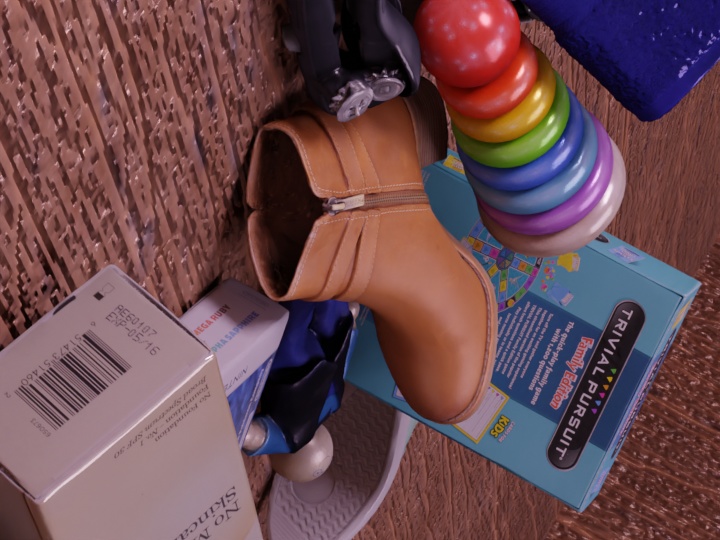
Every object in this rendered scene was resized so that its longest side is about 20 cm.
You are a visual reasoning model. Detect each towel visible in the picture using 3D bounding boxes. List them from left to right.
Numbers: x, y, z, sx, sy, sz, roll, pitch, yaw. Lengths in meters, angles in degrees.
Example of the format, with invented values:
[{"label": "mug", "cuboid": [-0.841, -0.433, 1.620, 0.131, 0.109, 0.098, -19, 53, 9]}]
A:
[{"label": "towel", "cuboid": [0.127, -0.186, 1.276, 0.148, 0.200, 0.050, -44, -157, 13]}]

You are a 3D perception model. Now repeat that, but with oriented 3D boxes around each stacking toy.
[{"label": "stacking toy", "cuboid": [0.075, -0.088, 1.352, 0.086, 0.085, 0.200, -58, 148, -15]}]

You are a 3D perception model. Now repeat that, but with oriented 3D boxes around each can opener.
[{"label": "can opener", "cuboid": [-0.011, -0.131, 1.220, 0.063, 0.079, 0.200, -22, 159, -1]}]

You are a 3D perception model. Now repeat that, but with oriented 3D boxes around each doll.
[{"label": "doll", "cuboid": [-0.034, 0.054, 1.505, 0.137, 0.048, 0.201, -51, 160, -36]}]

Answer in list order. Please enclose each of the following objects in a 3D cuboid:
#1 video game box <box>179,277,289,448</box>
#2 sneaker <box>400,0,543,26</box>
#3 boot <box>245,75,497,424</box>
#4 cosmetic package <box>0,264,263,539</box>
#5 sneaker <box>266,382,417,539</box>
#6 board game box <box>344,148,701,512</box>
[{"label": "video game box", "cuboid": [-0.118, 0.124, 1.330, 0.182, 0.047, 0.201, -39, 154, -55]}, {"label": "sneaker", "cuboid": [0.096, -0.157, 1.344, 0.199, 0.082, 0.077, -31, 161, 19]}, {"label": "boot", "cuboid": [0.000, 0.000, 1.359, 0.155, 0.073, 0.201, -25, 104, -59]}, {"label": "cosmetic package", "cuboid": [-0.108, 0.102, 1.146, 0.103, 0.073, 0.200, -41, 149, -19]}, {"label": "sneaker", "cuboid": [0.010, 0.113, 1.732, 0.201, 0.073, 0.118, -63, 161, -9]}, {"label": "board game box", "cuboid": [0.083, 0.030, 1.570, 0.152, 0.199, 0.047, -65, 167, 18]}]
